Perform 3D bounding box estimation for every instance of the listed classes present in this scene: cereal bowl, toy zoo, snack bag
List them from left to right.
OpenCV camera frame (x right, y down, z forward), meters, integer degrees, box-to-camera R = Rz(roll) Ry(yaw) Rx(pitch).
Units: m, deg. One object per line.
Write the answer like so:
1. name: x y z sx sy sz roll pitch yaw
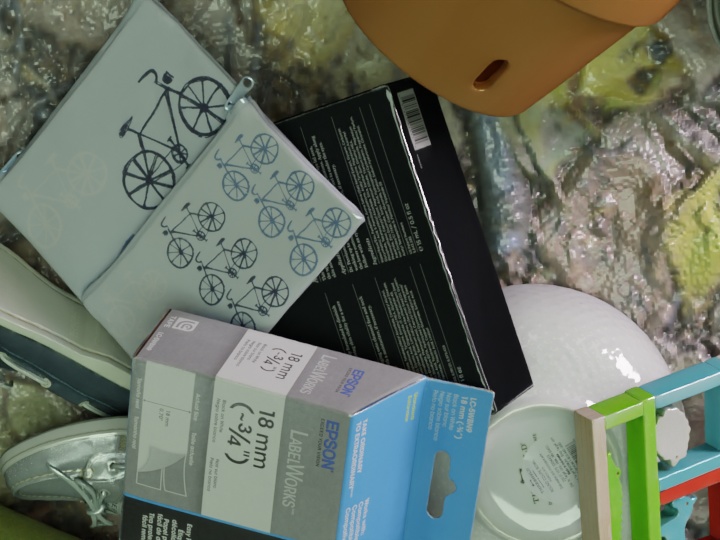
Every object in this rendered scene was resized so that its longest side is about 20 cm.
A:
1. snack bag: -0.115 -0.039 1.486 0.200 0.021 0.189 48 119 11
2. cereal bowl: 0.109 0.114 1.567 0.200 0.083 0.200 0 104 -1
3. toy zoo: 0.221 0.116 1.554 0.200 0.020 0.131 -18 116 -27

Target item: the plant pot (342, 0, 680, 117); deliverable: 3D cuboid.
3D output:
1. plant pot: 0.080 -0.184 1.443 0.200 0.200 0.140 34 118 -10

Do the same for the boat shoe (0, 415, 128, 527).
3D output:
1. boat shoe: -0.122 0.131 1.560 0.202 0.074 0.065 1 68 -8

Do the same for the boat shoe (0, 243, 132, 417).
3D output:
1. boat shoe: -0.205 0.035 1.539 0.200 0.075 0.062 26 124 -22

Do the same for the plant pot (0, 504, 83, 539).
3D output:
1. plant pot: -0.224 0.225 1.542 0.184 0.200 0.201 19 104 -18

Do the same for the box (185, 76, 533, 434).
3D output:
1. box: 0.000 0.000 1.495 0.141 0.079 0.200 -17 94 23

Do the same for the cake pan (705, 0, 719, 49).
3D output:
1. cake pan: 0.282 -0.196 1.446 0.037 0.200 0.200 41 104 33

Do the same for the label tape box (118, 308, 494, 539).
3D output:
1. label tape box: -0.035 0.119 1.457 0.200 0.063 0.144 14 120 12
